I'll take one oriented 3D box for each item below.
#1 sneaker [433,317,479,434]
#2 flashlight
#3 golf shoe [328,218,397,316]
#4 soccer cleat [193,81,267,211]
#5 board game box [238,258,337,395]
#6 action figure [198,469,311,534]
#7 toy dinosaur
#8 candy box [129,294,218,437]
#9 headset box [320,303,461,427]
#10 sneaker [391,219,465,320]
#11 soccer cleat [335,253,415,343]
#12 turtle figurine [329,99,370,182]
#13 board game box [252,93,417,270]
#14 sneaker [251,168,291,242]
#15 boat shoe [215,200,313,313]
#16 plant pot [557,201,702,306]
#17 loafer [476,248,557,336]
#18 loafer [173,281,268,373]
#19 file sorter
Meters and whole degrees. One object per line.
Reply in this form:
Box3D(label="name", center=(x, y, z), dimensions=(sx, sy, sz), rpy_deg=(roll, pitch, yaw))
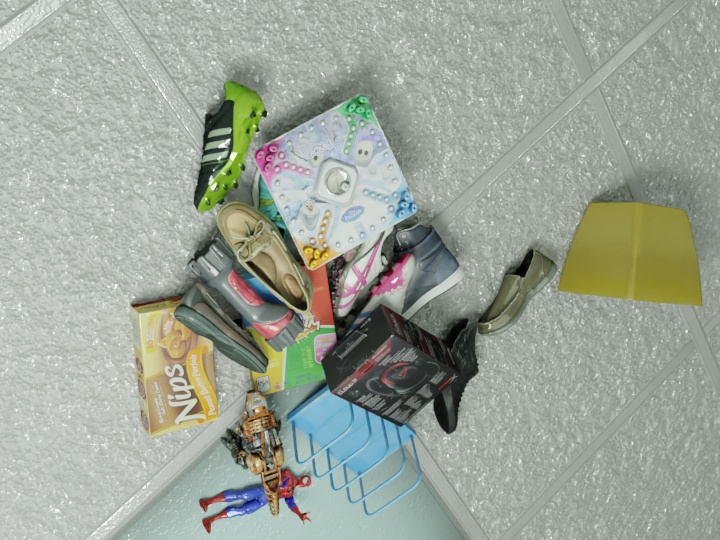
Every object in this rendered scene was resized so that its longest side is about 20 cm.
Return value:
Box3D(label="sneaker", center=(0.181, 0.197, 1.705), dimensions=(0.103, 0.060, 0.204), rpy_deg=(-22, 114, -22))
Box3D(label="flashlight", center=(-0.170, 0.035, 1.415), dimensions=(0.201, 0.067, 0.068), rpy_deg=(50, 36, -20))
Box3D(label="golf shoe", center=(0.000, 0.000, 1.504), dimensions=(0.090, 0.073, 0.202), rpy_deg=(6, 129, -16))
Box3D(label="soccer cleat", center=(-0.207, -0.184, 1.381), dimensions=(0.067, 0.081, 0.202), rpy_deg=(-12, 135, -60))
Box3D(label="board game box", center=(-0.118, 0.090, 1.504), dimensions=(0.150, 0.040, 0.204), rpy_deg=(-13, 111, -13))
Box3D(label="action figure", center=(-0.161, 0.395, 1.556), dimensions=(0.197, 0.099, 0.067), rpy_deg=(-16, 114, -27))
Box3D(label="toy dinosaur", center=(-0.163, 0.292, 1.488), dimensions=(0.100, 0.135, 0.205), rpy_deg=(8, 91, -21))
Box3D(label="candy box", center=(-0.287, 0.145, 1.433), dimensions=(0.113, 0.055, 0.204), rpy_deg=(-10, 109, -27))
Box3D(label="headset box", center=(0.043, 0.153, 1.497), dimensions=(0.149, 0.076, 0.199), rpy_deg=(-44, 131, 19))
Box3D(label="sneaker", center=(0.063, 0.004, 1.579), dimensions=(0.201, 0.077, 0.147), rpy_deg=(-37, 110, -5))
Box3D(label="soccer cleat", center=(0.043, 0.062, 1.525), dimensions=(0.086, 0.070, 0.201), rpy_deg=(37, 111, -5))
Box3D(label="turtle figurine", center=(-0.019, -0.160, 1.473), dimensions=(0.150, 0.100, 0.201), rpy_deg=(-43, 126, -11))
Box3D(label="board game box", center=(-0.035, -0.134, 1.402), dimensions=(0.197, 0.026, 0.203), rpy_deg=(-28, 101, -8))
Box3D(label="sneaker", center=(-0.127, -0.095, 1.438), dimensions=(0.076, 0.079, 0.204), rpy_deg=(7, 101, -30))
Box3D(label="boat shoe", center=(-0.137, -0.021, 1.380), dimensions=(0.073, 0.063, 0.200), rpy_deg=(-42, 107, 5))
Box3D(label="plant pot", center=(0.518, -0.034, 1.757), dimensions=(0.196, 0.199, 0.181), rpy_deg=(5, 92, -29))
Box3D(label="loafer", center=(0.278, 0.038, 1.714), dimensions=(0.200, 0.075, 0.070), rpy_deg=(-47, 109, -14))
Box3D(label="loafer", center=(-0.198, 0.090, 1.408), dimensions=(0.200, 0.071, 0.064), rpy_deg=(44, 62, -43))
Box3D(label="file sorter", center=(-0.007, 0.303, 1.570), dimensions=(0.138, 0.124, 0.200), rpy_deg=(-37, 123, 17))
